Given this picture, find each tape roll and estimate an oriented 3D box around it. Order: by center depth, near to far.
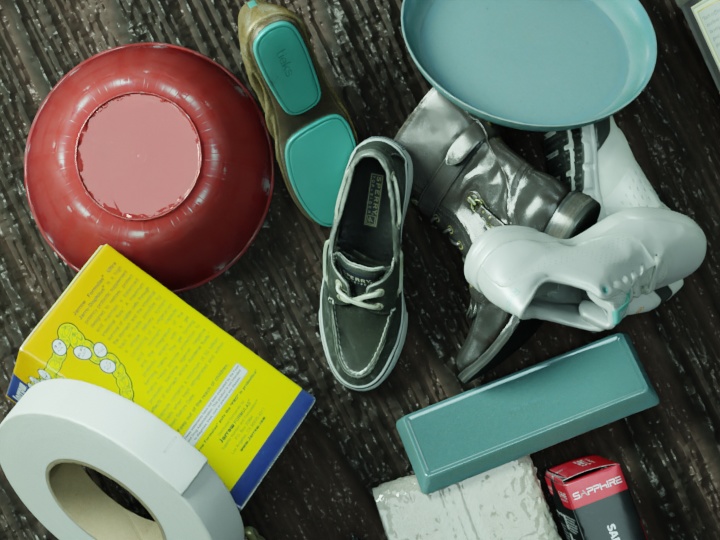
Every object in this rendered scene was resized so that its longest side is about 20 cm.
[{"bbox_3d":[-0.177,0.163,1.415,0.202,0.203,0.037,37,56,0],"label":"tape roll"}]

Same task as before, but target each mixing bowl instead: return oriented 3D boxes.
[{"bbox_3d":[-0.165,-0.083,1.475,0.198,0.108,0.202,0,87,-2],"label":"mixing bowl"}]

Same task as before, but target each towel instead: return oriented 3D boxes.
[{"bbox_3d":[0.102,0.242,1.508,0.131,0.034,0.202,-20,87,-3],"label":"towel"}]

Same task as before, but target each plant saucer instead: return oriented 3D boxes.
[{"bbox_3d":[0.127,-0.176,1.481,0.198,0.028,0.201,4,50,-5],"label":"plant saucer"},{"bbox_3d":[0.129,0.107,1.505,0.198,0.019,0.070,-21,57,-1],"label":"plant saucer"}]

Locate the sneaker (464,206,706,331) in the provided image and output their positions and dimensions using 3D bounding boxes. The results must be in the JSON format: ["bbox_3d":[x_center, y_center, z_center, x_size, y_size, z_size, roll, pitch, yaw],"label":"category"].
[{"bbox_3d":[0.178,0.009,1.403,0.198,0.089,0.076,-8,126,-25],"label":"sneaker"}]

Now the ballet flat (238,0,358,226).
[{"bbox_3d":[-0.051,-0.127,1.486,0.067,0.072,0.201,-28,128,-4],"label":"ballet flat"}]

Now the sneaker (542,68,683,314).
[{"bbox_3d":[0.198,-0.061,1.511,0.079,0.074,0.202,-12,93,-16],"label":"sneaker"}]

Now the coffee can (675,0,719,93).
[{"bbox_3d":[0.346,-0.151,1.472,0.145,0.146,0.202,-24,89,-2],"label":"coffee can"}]

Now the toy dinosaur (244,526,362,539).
[{"bbox_3d":[-0.017,0.263,1.498,0.088,0.047,0.201,-36,90,12],"label":"toy dinosaur"}]

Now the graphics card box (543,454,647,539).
[{"bbox_3d":[0.200,0.242,1.464,0.050,0.125,0.202,-19,88,-3],"label":"graphics card box"}]

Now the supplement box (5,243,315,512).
[{"bbox_3d":[-0.152,0.096,1.452,0.199,0.109,0.110,36,63,0],"label":"supplement box"}]

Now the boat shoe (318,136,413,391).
[{"bbox_3d":[0.000,0.000,1.478,0.070,0.064,0.202,6,105,10],"label":"boat shoe"}]

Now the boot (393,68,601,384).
[{"bbox_3d":[0.079,-0.033,1.500,0.174,0.069,0.201,37,114,18],"label":"boot"}]
